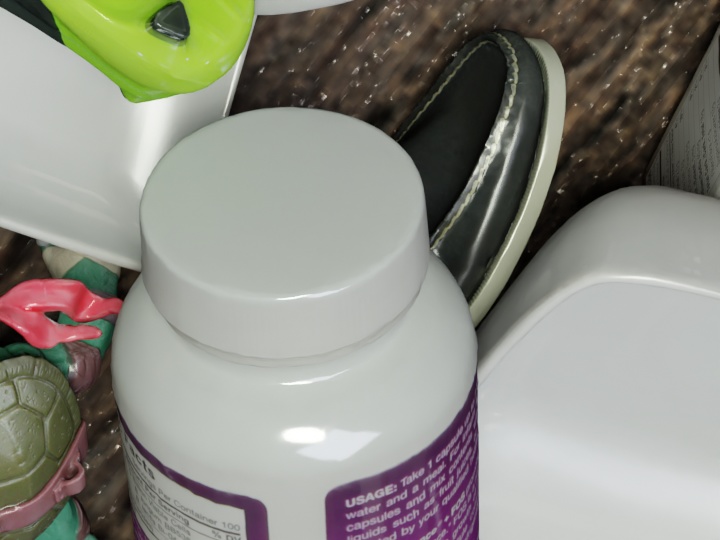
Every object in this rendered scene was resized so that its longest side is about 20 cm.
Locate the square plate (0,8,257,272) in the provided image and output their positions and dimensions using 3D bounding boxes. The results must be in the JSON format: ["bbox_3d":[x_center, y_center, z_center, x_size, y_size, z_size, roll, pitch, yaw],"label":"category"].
[{"bbox_3d":[-0.113,-0.117,0.785,0.200,0.028,0.199,17,89,-33],"label":"square plate"}]

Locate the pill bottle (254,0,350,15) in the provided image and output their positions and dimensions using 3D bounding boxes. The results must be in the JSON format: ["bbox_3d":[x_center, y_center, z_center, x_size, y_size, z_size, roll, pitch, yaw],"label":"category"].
[{"bbox_3d":[-0.026,-0.183,0.745,0.111,0.111,0.201,-24,111,-13],"label":"pill bottle"}]

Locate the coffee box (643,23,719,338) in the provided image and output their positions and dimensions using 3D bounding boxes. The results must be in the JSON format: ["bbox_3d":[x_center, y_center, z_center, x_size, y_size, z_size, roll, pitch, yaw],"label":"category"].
[{"bbox_3d":[0.184,-0.063,0.907,0.114,0.080,0.200,13,134,-9],"label":"coffee box"}]

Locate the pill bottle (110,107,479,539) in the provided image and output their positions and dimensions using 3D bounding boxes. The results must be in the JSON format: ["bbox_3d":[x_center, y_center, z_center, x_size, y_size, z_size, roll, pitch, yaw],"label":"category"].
[{"bbox_3d":[-0.019,0.051,0.818,0.112,0.112,0.200,-19,136,-17],"label":"pill bottle"}]

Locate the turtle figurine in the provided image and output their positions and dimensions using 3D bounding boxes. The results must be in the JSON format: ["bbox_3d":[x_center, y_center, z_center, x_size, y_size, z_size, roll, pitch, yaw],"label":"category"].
[{"bbox_3d":[-0.134,0.054,0.863,0.149,0.101,0.201,-19,130,-17],"label":"turtle figurine"}]

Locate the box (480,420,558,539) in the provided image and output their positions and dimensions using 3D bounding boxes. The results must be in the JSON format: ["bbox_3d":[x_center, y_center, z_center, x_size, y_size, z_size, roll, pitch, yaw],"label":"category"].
[{"bbox_3d":[-0.010,0.147,0.960,0.200,0.035,0.110,-29,99,-25],"label":"box"}]

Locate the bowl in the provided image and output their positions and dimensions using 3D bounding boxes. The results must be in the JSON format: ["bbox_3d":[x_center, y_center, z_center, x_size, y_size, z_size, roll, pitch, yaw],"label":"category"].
[{"bbox_3d":[0.123,0.050,0.914,0.199,0.075,0.200,16,139,-14],"label":"bowl"}]

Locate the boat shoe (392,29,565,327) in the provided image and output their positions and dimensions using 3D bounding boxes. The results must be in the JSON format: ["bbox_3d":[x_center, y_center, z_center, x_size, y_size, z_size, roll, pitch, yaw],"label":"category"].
[{"bbox_3d":[0.000,0.000,0.911,0.068,0.072,0.200,26,106,-36],"label":"boat shoe"}]

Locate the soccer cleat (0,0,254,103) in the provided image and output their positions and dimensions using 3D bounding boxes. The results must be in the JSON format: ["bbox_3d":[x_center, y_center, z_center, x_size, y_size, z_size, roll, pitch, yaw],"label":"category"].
[{"bbox_3d":[-0.114,-0.120,0.730,0.200,0.081,0.068,45,66,-8],"label":"soccer cleat"}]
